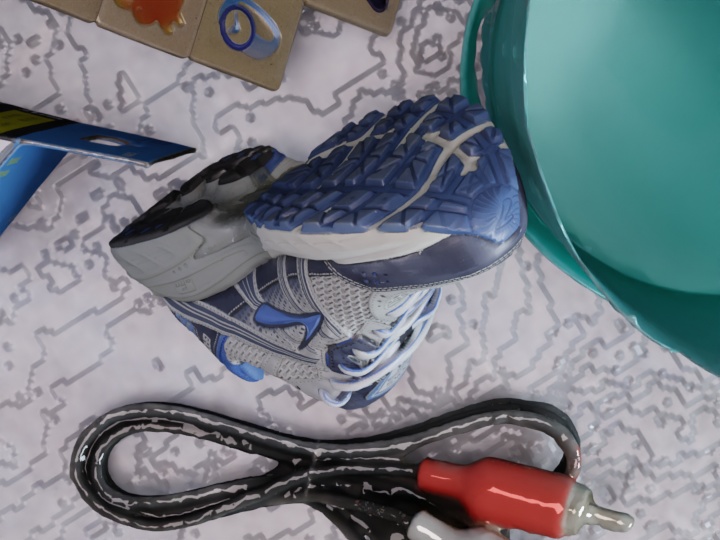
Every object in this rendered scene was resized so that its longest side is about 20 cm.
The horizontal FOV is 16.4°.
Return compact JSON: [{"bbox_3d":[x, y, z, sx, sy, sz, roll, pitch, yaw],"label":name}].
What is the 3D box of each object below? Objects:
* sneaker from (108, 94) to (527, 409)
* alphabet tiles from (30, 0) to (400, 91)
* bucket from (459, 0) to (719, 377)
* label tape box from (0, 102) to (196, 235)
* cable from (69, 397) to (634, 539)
[{"bbox_3d":[0.000,0.000,0.823,0.077,0.200,0.085,-40,107,-26],"label":"sneaker"},{"bbox_3d":[-0.066,-0.159,0.841,0.199,0.006,0.167,19,77,-18],"label":"alphabet tiles"},{"bbox_3d":[0.134,-0.066,0.809,0.206,0.135,0.208,-1,97,-6],"label":"bucket"},{"bbox_3d":[-0.165,-0.034,0.832,0.199,0.144,0.063,15,95,1],"label":"label tape box"},{"bbox_3d":[-0.001,0.076,0.882,0.199,0.050,0.097,20,95,-1],"label":"cable"}]
